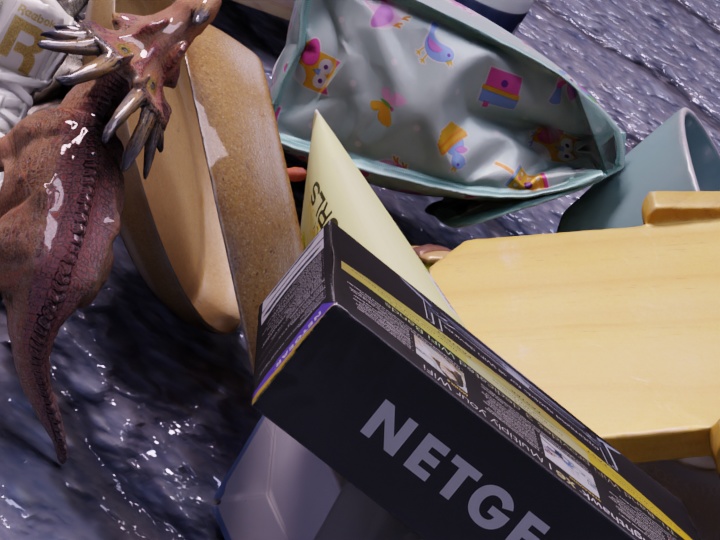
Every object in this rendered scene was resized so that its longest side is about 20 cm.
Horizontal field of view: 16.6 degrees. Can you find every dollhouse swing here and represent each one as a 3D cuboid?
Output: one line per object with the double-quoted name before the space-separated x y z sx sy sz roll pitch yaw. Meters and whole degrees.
"dollhouse swing" 0.143 0.078 1.169 0.201 0.175 0.183 -99 170 -56

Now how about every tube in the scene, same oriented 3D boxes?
"tube" 0.000 0.000 1.155 0.052 0.058 0.200 42 9 -31

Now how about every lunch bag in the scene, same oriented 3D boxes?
"lunch bag" 0.047 -0.092 1.407 0.198 0.123 0.170 18 3 -5

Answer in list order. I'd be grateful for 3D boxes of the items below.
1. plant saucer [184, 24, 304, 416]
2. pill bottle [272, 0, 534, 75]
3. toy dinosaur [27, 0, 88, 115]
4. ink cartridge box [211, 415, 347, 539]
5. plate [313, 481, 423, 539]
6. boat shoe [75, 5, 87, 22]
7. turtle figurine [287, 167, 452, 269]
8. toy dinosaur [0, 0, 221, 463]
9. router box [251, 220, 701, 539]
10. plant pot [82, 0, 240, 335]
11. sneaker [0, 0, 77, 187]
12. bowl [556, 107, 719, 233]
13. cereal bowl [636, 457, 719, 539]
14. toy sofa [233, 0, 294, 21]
"plant saucer" -0.048 -0.025 1.148 0.035 0.201 0.201 -12 32 -3
"pill bottle" 0.041 -0.172 1.539 0.119 0.201 0.120 27 23 -12
"toy dinosaur" -0.172 -0.100 1.283 0.102 0.077 0.201 -18 57 -15
"ink cartridge box" 0.050 0.138 1.076 0.199 0.077 0.137 16 29 -33
"plate" 0.046 0.185 0.918 0.199 0.032 0.200 43 38 -6
"boat shoe" -0.125 -0.118 1.374 0.073 0.068 0.200 8 34 -47
"turtle figurine" 0.038 0.003 1.323 0.161 0.065 0.200 10 -16 47
"toy dinosaur" -0.125 -0.028 1.040 0.085 0.135 0.202 18 66 -36
"router box" 0.050 0.074 0.969 0.200 0.052 0.157 38 8 -8
"plant pot" -0.097 -0.064 1.217 0.200 0.027 0.202 -12 90 -78
"sneaker" -0.181 -0.074 1.148 0.073 0.116 0.200 25 25 -24
"bowl" 0.175 0.019 1.399 0.201 0.104 0.202 -21 90 -75
"cereal bowl" 0.128 0.102 1.253 0.199 0.084 0.200 29 22 -12
"toy sofa" -0.069 -0.207 1.598 0.199 0.098 0.083 15 29 -37
